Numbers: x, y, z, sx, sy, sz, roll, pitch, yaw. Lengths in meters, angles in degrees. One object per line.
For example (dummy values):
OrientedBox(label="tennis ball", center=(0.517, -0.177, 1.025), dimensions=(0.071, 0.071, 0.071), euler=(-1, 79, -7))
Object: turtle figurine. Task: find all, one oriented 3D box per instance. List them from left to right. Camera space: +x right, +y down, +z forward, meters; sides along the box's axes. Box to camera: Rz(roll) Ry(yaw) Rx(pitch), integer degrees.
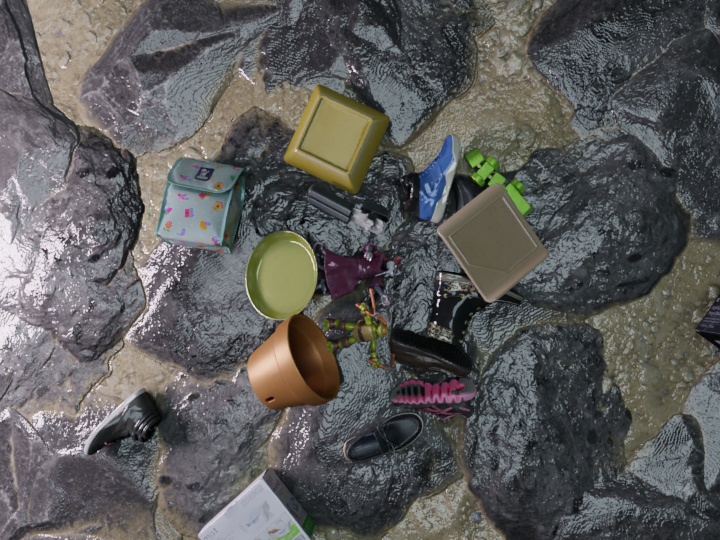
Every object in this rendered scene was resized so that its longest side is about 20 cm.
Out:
OrientedBox(label="turtle figurine", center=(-0.002, 0.130, 1.435), dimensions=(0.158, 0.065, 0.203), euler=(-5, 115, 22))

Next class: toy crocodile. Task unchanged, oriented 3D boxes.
OrientedBox(label="toy crocodile", center=(0.309, -0.195, 1.447), dimensions=(0.200, 0.062, 0.068), euler=(43, 91, 0))

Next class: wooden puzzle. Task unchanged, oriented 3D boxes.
OrientedBox(label="wooden puzzle", center=(0.288, -0.061, 1.392), dimensions=(0.184, 0.037, 0.201), euler=(-37, 88, -12))

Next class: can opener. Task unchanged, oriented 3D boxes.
OrientedBox(label="can opener", center=(-0.029, -0.144, 1.478), dimensions=(0.197, 0.053, 0.067), euler=(24, 56, 3))

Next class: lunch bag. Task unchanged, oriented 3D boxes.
OrientedBox(label="lunch bag", center=(-0.360, -0.156, 1.463), dimensions=(0.167, 0.122, 0.204), euler=(9, 81, 7))

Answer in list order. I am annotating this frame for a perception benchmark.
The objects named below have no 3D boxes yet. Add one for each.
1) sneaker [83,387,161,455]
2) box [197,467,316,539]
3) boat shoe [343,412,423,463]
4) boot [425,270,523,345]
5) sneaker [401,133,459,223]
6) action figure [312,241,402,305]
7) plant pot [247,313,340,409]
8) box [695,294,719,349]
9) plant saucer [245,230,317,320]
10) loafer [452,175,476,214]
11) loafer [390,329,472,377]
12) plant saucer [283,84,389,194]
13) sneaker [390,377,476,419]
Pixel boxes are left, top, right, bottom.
OrientedBox(label="sneaker", center=(-0.548, 0.379, 1.482), dimensions=(0.200, 0.071, 0.099), euler=(-45, 81, -2))
OrientedBox(label="box", center=(-0.231, 0.587, 1.439), dimensions=(0.200, 0.097, 0.177), euler=(-42, 85, 2))
OrientedBox(label="boat shoe", center=(0.053, 0.382, 1.443), dimensions=(0.197, 0.062, 0.076), euler=(-23, 85, 2))
OrientedBox(label="boot", center=(0.252, 0.095, 1.435), dimensions=(0.200, 0.073, 0.157), euler=(15, 94, 4))
OrientedBox(label="sneaker", center=(0.152, -0.219, 1.445), dimensions=(0.109, 0.077, 0.204), euler=(14, 96, -5))
OrientedBox(label="action figure", center=(0.000, 0.000, 1.456), dimensions=(0.196, 0.149, 0.137), euler=(-11, 114, -15))
OrientedBox(label="plant pot", center=(-0.154, 0.218, 1.409), dimensions=(0.139, 0.200, 0.203), euler=(-28, 86, 19))
OrientedBox(label="box", center=(0.838, 0.081, 1.349), dimensions=(0.106, 0.148, 0.201), euler=(35, 91, 4))
OrientedBox(label="plant saucer", center=(-0.175, 0.012, 1.459), dimensions=(0.196, 0.031, 0.204), euler=(-3, 83, 27))
OrientedBox(label="loafer", center=(0.238, -0.111, 1.440), dimensions=(0.069, 0.068, 0.204), euler=(-16, 91, -5))
OrientedBox(label="loafer", center=(0.157, 0.195, 1.446), dimensions=(0.197, 0.073, 0.072), euler=(21, 124, 3))
OrientedBox(label="plant saucer", center=(-0.058, -0.310, 1.480), dimensions=(0.197, 0.048, 0.203), euler=(25, 90, 5))
OrientedBox(label="sneaker", center=(0.165, 0.300, 1.435), dimensions=(0.196, 0.079, 0.097), euler=(-4, 121, 16))
